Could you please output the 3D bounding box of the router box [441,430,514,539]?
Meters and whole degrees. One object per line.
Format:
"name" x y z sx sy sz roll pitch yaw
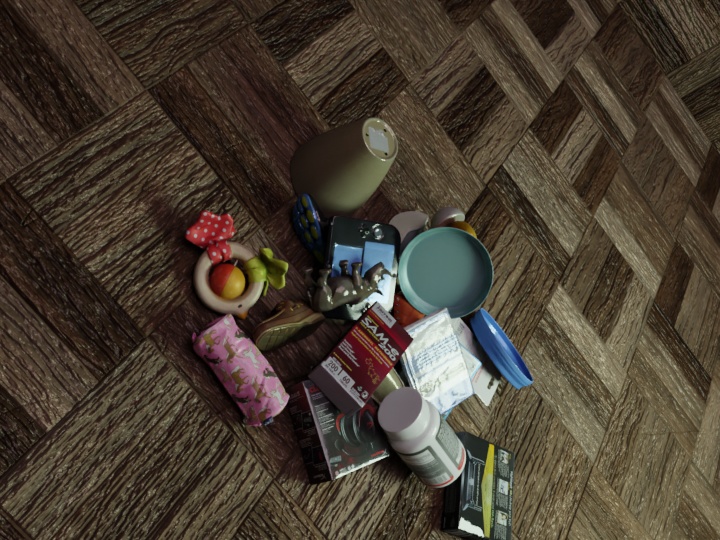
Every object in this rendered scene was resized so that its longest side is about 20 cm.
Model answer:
"router box" 0.250 0.461 1.553 0.155 0.052 0.204 28 56 -28

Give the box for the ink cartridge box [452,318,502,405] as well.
"ink cartridge box" 0.217 0.197 1.628 0.201 0.067 0.116 48 49 -12

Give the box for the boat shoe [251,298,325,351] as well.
"boat shoe" -0.142 0.095 1.365 0.068 0.072 0.199 49 25 14

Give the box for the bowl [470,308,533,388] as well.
"bowl" 0.316 0.178 1.671 0.201 0.039 0.201 50 13 -16

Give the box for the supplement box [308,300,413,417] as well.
"supplement box" 0.004 0.161 1.371 0.109 0.061 0.200 45 47 -1

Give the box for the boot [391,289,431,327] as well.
"boot" 0.081 0.107 1.563 0.108 0.075 0.200 48 45 -1

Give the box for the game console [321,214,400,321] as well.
"game console" 0.000 0.000 1.490 0.174 0.031 0.205 7 90 -37

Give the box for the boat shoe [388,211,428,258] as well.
"boat shoe" 0.092 -0.073 1.662 0.200 0.072 0.063 -43 143 -48

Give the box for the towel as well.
"towel" 0.149 0.192 1.509 0.145 0.024 0.204 -26 102 -25

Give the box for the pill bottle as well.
"pill bottle" 0.117 0.319 1.422 0.201 0.112 0.115 55 43 -37

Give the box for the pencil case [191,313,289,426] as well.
"pencil case" -0.208 0.173 1.283 0.202 0.082 0.087 56 32 -6

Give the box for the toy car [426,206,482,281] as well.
"toy car" 0.181 -0.021 1.620 0.147 0.201 0.177 -21 65 -19

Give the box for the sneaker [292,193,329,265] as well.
"sneaker" -0.068 -0.070 1.513 0.201 0.070 0.083 55 46 -15

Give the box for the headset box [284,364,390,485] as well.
"headset box" -0.047 0.273 1.376 0.147 0.075 0.204 -10 77 -40

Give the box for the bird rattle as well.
"bird rattle" -0.233 -0.006 1.332 0.198 0.112 0.166 31 71 -22

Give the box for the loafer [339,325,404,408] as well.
"loafer" 0.026 0.200 1.457 0.075 0.068 0.201 -37 88 -5

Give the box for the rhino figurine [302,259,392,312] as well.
"rhino figurine" -0.020 0.026 1.433 0.197 0.059 0.090 -11 107 -32

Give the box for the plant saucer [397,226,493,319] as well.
"plant saucer" 0.175 0.003 1.531 0.201 0.199 0.028 48 20 -11

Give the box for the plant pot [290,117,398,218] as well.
"plant pot" -0.017 -0.225 1.529 0.184 0.199 0.191 16 63 -33

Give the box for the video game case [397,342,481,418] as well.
"video game case" 0.148 0.230 1.535 0.143 0.018 0.201 41 76 -17
